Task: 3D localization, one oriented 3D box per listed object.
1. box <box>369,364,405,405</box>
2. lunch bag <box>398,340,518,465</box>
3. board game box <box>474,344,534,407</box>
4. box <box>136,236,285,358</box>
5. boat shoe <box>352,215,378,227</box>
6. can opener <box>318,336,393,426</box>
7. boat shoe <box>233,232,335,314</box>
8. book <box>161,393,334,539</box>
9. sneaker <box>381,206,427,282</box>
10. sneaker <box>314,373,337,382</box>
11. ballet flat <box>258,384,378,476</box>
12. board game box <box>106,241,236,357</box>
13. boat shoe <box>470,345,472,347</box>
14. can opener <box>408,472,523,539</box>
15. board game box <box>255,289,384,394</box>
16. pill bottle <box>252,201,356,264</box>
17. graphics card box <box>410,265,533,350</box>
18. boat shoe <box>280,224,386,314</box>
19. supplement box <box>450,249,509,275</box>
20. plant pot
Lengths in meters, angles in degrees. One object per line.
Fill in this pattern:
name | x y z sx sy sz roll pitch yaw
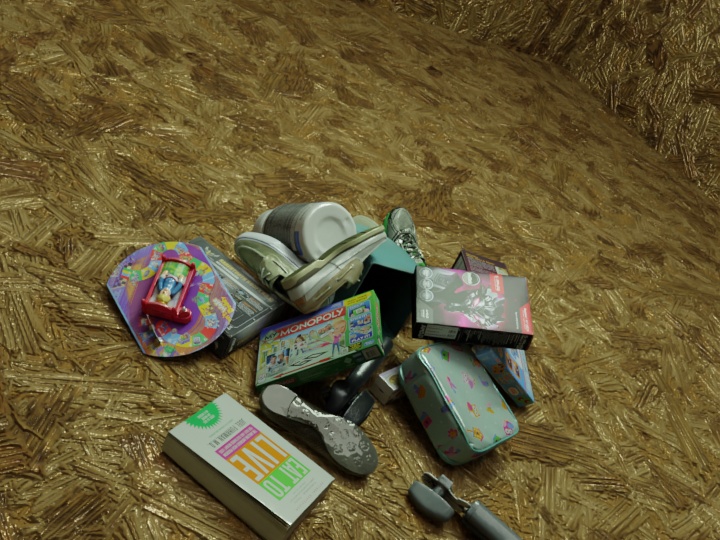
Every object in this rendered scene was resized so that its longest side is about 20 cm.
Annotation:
box | 0.096 0.178 1.362 0.199 0.039 0.041 -14 52 -48
lunch bag | 0.162 0.214 1.291 0.160 0.077 0.201 -8 62 -49
board game box | 0.251 0.134 1.421 0.200 0.036 0.152 49 29 -43
box | -0.245 0.038 1.289 0.199 0.049 0.158 36 31 12
boat shoe | 0.034 -0.038 1.620 0.072 0.068 0.200 -37 53 -8
can opener | -0.005 0.175 1.252 0.079 0.063 0.200 45 39 -6
boat shoe | -0.135 0.003 1.320 0.199 0.072 0.062 30 40 13
book | -0.147 0.258 1.056 0.199 0.048 0.133 34 28 13
sneaker | 0.095 -0.026 1.500 0.078 0.085 0.202 -6 78 -27
sneaker | -0.033 0.117 1.304 0.200 0.072 0.072 -35 112 -49
ballet flat | -0.063 0.235 1.153 0.199 0.046 0.068 32 54 0
board game box | -0.285 0.030 1.194 0.157 0.039 0.201 -26 66 -22
boat shoe | 0.169 0.081 1.512 0.071 0.068 0.200 15 23 -27
can opener | 0.157 0.369 1.139 0.200 0.053 0.067 39 65 16
board game box | -0.064 0.111 1.216 0.135 0.199 0.029 -95 161 -54
pill bottle | -0.106 -0.063 1.403 0.113 0.115 0.199 3 1 -35
graphics card box | 0.184 0.061 1.322 0.198 0.051 0.126 6 50 -3
boat shoe | -0.033 -0.003 1.287 0.199 0.075 0.069 -33 98 -19
supplement box | 0.252 0.060 1.612 0.110 0.086 0.201 17 33 -17
plant pot | 0.000 0.000 1.444 0.141 0.142 0.200 14 27 -37
